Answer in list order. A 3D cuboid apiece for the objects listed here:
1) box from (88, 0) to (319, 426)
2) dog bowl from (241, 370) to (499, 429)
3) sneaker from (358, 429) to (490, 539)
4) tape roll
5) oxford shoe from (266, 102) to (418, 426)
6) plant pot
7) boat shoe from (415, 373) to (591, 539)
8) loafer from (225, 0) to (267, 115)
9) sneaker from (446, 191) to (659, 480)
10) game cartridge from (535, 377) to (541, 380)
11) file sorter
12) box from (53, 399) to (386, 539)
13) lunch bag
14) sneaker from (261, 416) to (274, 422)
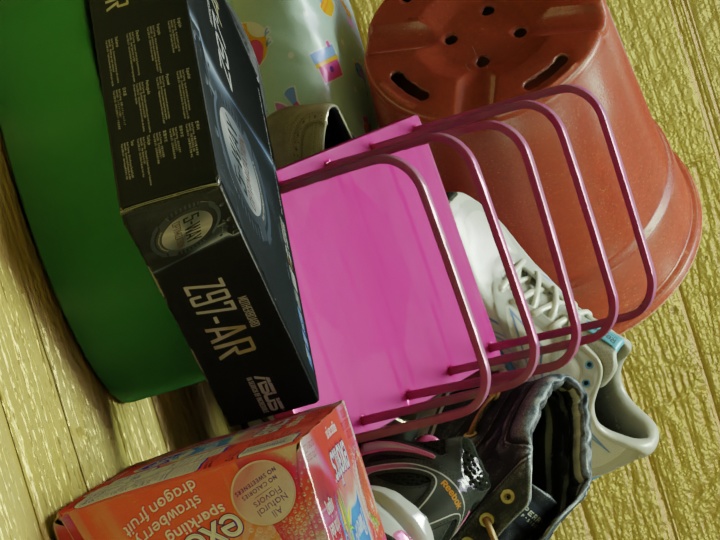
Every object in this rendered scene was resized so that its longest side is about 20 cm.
[{"bbox_3d":[-0.072,-0.057,1.188,0.160,0.044,0.200,68,8,-50],"label":"box"},{"bbox_3d":[0.014,0.047,1.584,0.200,0.074,0.200,21,62,-44],"label":"dog bowl"},{"bbox_3d":[0.007,0.118,1.367,0.080,0.086,0.200,58,-21,-16],"label":"sneaker"},{"bbox_3d":[-0.112,-0.042,1.228,0.200,0.048,0.200,-16,90,-85],"label":"tape roll"},{"bbox_3d":[0.000,0.000,1.468,0.200,0.074,0.071,58,37,-21],"label":"oxford shoe"},{"bbox_3d":[0.096,-0.082,1.675,0.195,0.201,0.201,68,8,-48],"label":"plant pot"},{"bbox_3d":[0.059,0.143,1.390,0.071,0.091,0.200,31,60,-35],"label":"boat shoe"},{"bbox_3d":[-0.080,-0.056,1.518,0.070,0.068,0.201,75,5,-74],"label":"loafer"},{"bbox_3d":[0.110,0.034,1.576,0.200,0.087,0.075,56,45,-16],"label":"sneaker"},{"bbox_3d":[0.046,0.159,1.548,0.041,0.133,0.200,36,-51,26],"label":"game cartridge"},{"bbox_3d":[0.043,-0.006,1.351,0.200,0.125,0.139,-26,98,-57],"label":"file sorter"},{"bbox_3d":[-0.048,0.117,1.103,0.200,0.103,0.095,-21,95,-86],"label":"box"},{"bbox_3d":[-0.052,-0.120,1.719,0.200,0.122,0.170,-11,84,-79],"label":"lunch bag"},{"bbox_3d":[-0.068,0.011,1.423,0.200,0.077,0.082,63,-18,13],"label":"sneaker"}]
